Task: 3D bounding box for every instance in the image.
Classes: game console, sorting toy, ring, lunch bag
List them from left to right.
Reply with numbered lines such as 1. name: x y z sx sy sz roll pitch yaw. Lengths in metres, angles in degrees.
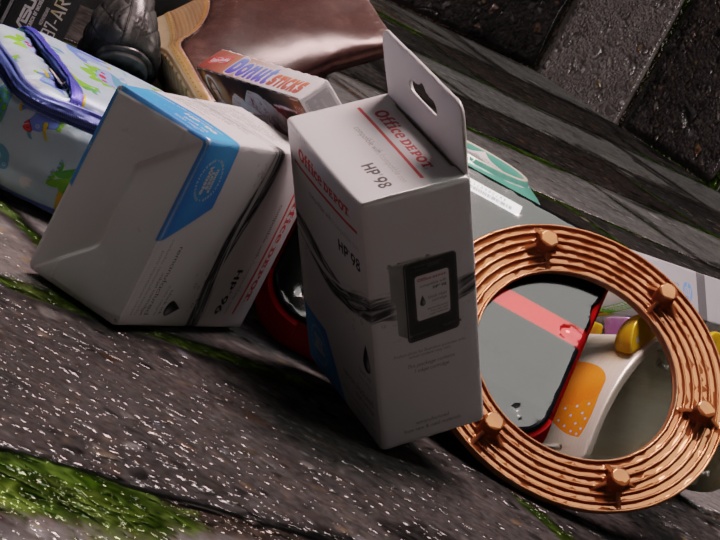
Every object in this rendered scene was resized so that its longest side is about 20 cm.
1. lunch bag: -0.175 -0.085 1.652 0.160 0.083 0.200 22 11 -22
2. game console: 0.048 0.008 1.622 0.199 0.031 0.177 29 52 -3
3. sorting toy: 0.129 0.071 1.735 0.179 0.107 0.200 12 -1 34
4. ring: 0.132 0.054 1.595 0.200 0.019 0.201 11 56 -16

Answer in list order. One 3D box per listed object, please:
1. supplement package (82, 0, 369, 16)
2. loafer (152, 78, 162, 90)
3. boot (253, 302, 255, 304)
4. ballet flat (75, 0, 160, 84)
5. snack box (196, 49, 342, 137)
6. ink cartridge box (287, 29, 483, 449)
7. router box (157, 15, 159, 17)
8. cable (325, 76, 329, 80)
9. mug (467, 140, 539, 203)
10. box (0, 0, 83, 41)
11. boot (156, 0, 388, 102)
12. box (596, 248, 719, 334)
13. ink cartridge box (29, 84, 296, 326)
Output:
1. supplement package: -0.115 -0.259 1.977 0.191 0.148 0.200 21 -9 -35
2. loafer: -0.078 -0.072 1.888 0.200 0.076 0.068 31 39 3
3. boot: 0.000 0.000 1.681 0.199 0.074 0.075 11 3 -16
4. ballet flat: -0.172 -0.140 1.819 0.066 0.057 0.200 21 -19 -14
5. snack box: -0.045 -0.092 1.612 0.072 0.024 0.200 59 -12 -19
6. ink cartridge box: 0.012 -0.018 1.466 0.066 0.201 0.116 -15 32 -17
7. router box: -0.099 -0.124 2.020 0.157 0.052 0.200 29 -3 3
8. cable: -0.057 -0.088 1.822 0.097 0.050 0.200 27 50 10
9. mug: 0.047 -0.046 1.967 0.185 0.115 0.152 31 10 8
10. box: -0.218 -0.220 1.854 0.043 0.201 0.160 25 11 -18
11. boot: -0.054 -0.142 1.800 0.166 0.073 0.200 -12 33 -12
12. box: 0.153 0.025 1.868 0.155 0.041 0.200 -13 -17 32
13. ink cartridge box: -0.092 -0.033 1.499 0.068 0.116 0.200 31 10 19
